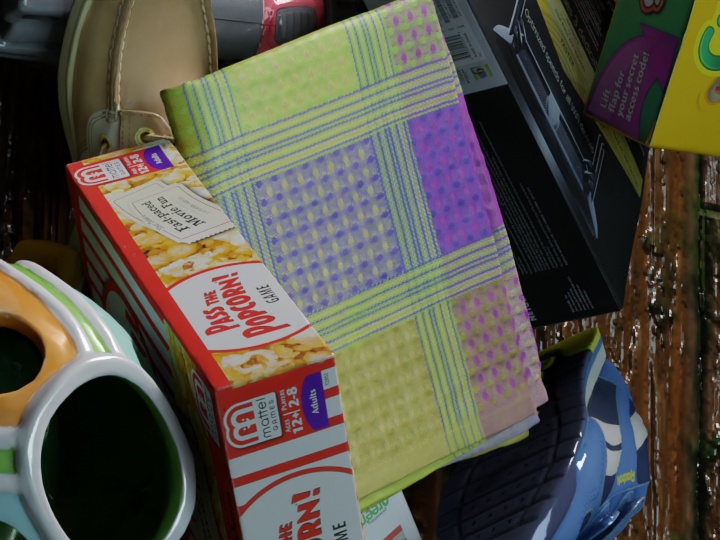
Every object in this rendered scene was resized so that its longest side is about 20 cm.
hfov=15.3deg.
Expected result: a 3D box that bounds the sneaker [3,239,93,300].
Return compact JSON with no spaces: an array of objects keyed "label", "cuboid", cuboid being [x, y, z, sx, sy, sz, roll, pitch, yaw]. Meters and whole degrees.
[{"label":"sneaker","cuboid":[-0.175,0.040,1.022,0.200,0.078,0.082,-28,126,-52]}]

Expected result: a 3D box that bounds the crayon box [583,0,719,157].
[{"label":"crayon box","cuboid":[0.208,-0.148,1.212,0.172,0.058,0.200,5,108,-37]}]

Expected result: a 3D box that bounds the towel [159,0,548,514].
[{"label":"towel","cuboid":[0.000,0.000,1.096,0.143,0.023,0.200,-24,105,-32]}]

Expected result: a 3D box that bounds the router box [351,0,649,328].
[{"label":"router box","cuboid":[0.072,-0.099,1.223,0.200,0.052,0.157,61,29,-33]}]

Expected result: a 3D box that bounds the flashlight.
[{"label":"flashlight","cuboid":[-0.086,-0.111,1.152,0.200,0.068,0.068,1,49,-41]}]

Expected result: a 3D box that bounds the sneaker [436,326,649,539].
[{"label":"sneaker","cuboid":[0.091,0.098,1.201,0.082,0.074,0.200,62,25,-14]}]

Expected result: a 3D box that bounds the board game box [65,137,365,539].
[{"label":"board game box","cuboid":[-0.051,0.058,0.991,0.046,0.200,0.152,-16,118,-14]}]

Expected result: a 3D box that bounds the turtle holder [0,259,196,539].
[{"label":"turtle holder","cuboid":[-0.125,0.084,0.925,0.141,0.132,0.186,-20,105,-46]}]

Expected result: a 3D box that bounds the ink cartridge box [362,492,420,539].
[{"label":"ink cartridge box","cuboid":[-0.050,0.188,1.126,0.200,0.084,0.176,-36,109,-42]}]

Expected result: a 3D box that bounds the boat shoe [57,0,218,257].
[{"label":"boat shoe","cuboid":[-0.080,-0.040,1.093,0.074,0.066,0.200,-17,123,-35]}]
